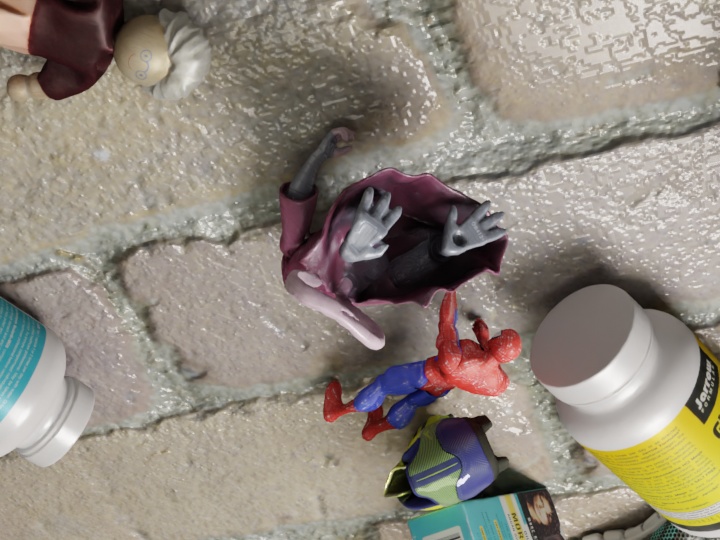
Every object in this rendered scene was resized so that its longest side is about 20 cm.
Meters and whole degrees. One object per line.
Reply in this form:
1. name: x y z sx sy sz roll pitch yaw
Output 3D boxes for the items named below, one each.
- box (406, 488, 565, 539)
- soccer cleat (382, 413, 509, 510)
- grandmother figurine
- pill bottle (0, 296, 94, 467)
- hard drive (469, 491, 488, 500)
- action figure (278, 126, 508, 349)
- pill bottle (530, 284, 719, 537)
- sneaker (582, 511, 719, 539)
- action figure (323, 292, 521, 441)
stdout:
1. box: 0.109 0.222 0.868 0.049 0.082 0.200 -24 163 23
2. soccer cleat: 0.049 0.148 0.831 0.084 0.065 0.200 -22 171 -12
3. grandmother figurine: -0.184 -0.144 0.633 0.200 0.061 0.121 16 140 -7
4. pill bottle: -0.292 0.064 0.792 0.111 0.111 0.200 -33 122 29
5. hard drive: 0.140 0.306 0.972 0.038 0.140 0.200 -23 128 23
6. action figure: 0.000 0.000 0.692 0.134 0.149 0.200 39 156 -18
7. pill bottle: 0.214 0.100 0.795 0.112 0.113 0.200 -32 124 28
8. sneaker: 0.269 0.257 0.952 0.078 0.091 0.200 34 126 -26
9. action figure: 0.053 0.057 0.807 0.065 0.099 0.200 27 151 -24
